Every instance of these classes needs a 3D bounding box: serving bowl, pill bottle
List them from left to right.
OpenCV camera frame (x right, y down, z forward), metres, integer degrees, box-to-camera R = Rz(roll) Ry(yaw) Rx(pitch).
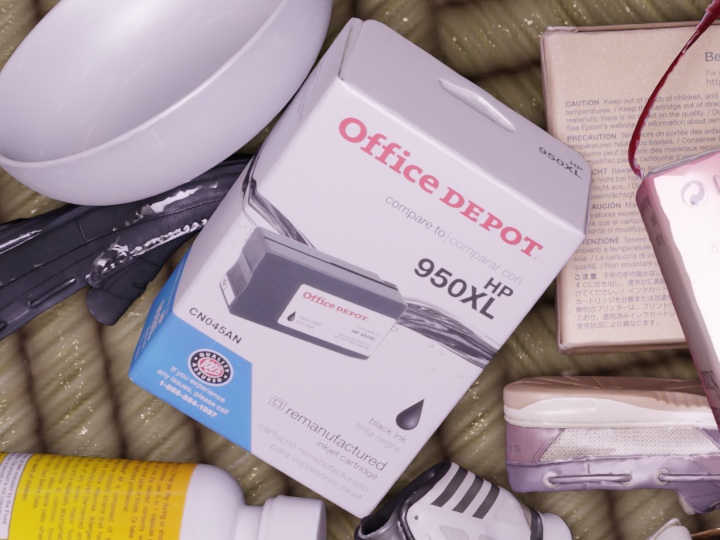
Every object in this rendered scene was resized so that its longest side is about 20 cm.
[{"bbox_3d":[-0.120,0.151,1.188,0.200,0.113,0.113,4,87,4],"label":"pill bottle"},{"bbox_3d":[-0.092,-0.101,1.183,0.200,0.200,0.066,-37,120,1],"label":"serving bowl"}]

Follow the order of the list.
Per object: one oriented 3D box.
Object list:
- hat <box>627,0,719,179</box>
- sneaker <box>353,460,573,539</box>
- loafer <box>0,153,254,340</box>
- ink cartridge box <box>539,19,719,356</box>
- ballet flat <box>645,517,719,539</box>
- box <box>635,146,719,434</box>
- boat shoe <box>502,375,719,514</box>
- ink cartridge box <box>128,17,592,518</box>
[{"bbox_3d":[0.183,-0.163,1.189,0.166,0.200,0.176,37,122,45],"label":"hat"},{"bbox_3d":[0.035,0.181,1.140,0.115,0.076,0.201,34,45,-23],"label":"sneaker"},{"bbox_3d":[-0.135,-0.007,1.226,0.200,0.068,0.071,-20,95,6],"label":"loafer"},{"bbox_3d":[0.195,-0.043,1.197,0.200,0.075,0.165,-2,85,5],"label":"ink cartridge box"},{"bbox_3d":[0.190,0.149,1.181,0.200,0.072,0.068,-15,47,3],"label":"ballet flat"},{"bbox_3d":[0.212,0.035,1.090,0.109,0.128,0.200,-19,86,3],"label":"box"},{"bbox_3d":[0.170,0.092,1.195,0.200,0.072,0.065,4,100,-2],"label":"boat shoe"},{"bbox_3d":[0.000,0.000,1.150,0.144,0.084,0.200,31,116,-9],"label":"ink cartridge box"}]
